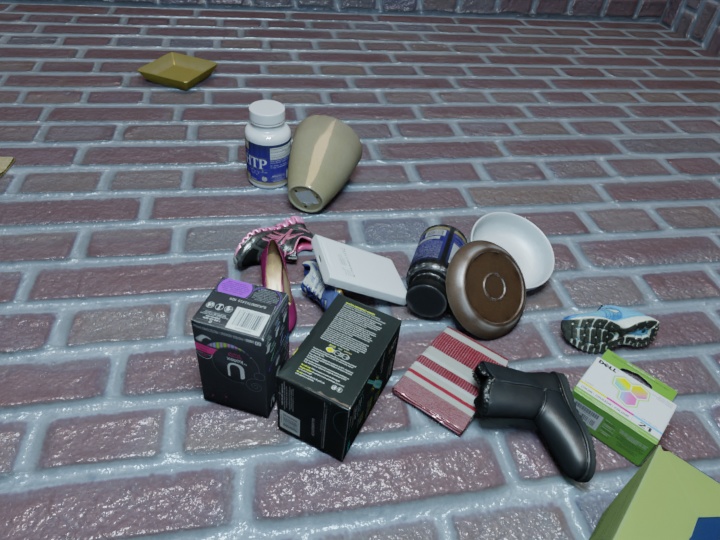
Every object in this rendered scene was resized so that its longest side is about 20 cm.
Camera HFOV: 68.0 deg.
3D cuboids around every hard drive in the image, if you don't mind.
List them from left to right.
[{"bbox_3d":[0.000,0.000,1.102,0.199,0.027,0.132,16,34,-33],"label":"hard drive"}]

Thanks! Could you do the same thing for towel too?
[{"bbox_3d":[0.169,0.194,0.977,0.143,0.023,0.200,29,46,24],"label":"towel"}]

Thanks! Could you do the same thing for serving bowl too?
[{"bbox_3d":[0.329,-0.033,1.199,0.198,0.066,0.202,6,59,-10],"label":"serving bowl"}]

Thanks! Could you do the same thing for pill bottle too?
[{"bbox_3d":[-0.238,-0.326,1.376,0.118,0.201,0.120,3,41,-3],"label":"pill bottle"},{"bbox_3d":[0.159,0.000,1.125,0.111,0.113,0.201,15,42,11],"label":"pill bottle"}]

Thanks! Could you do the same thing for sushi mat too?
[{"bbox_3d":[-1.002,-0.266,1.359,0.198,0.012,0.096,1,41,-6],"label":"sushi mat"}]

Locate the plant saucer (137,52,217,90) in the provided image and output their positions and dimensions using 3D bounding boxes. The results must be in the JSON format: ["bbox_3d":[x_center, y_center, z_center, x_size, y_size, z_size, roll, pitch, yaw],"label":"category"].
[{"bbox_3d":[-0.627,-0.685,1.848,0.198,0.049,0.200,17,42,12],"label":"plant saucer"}]

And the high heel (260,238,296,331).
[{"bbox_3d":[-0.168,0.030,1.063,0.067,0.097,0.201,-10,44,-17],"label":"high heel"}]

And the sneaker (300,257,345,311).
[{"bbox_3d":[-0.076,0.046,1.089,0.087,0.076,0.201,-12,37,-1],"label":"sneaker"}]

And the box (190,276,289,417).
[{"bbox_3d":[-0.189,0.128,0.871,0.121,0.201,0.106,14,42,9],"label":"box"}]

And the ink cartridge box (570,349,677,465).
[{"bbox_3d":[0.473,0.215,0.945,0.147,0.076,0.200,34,51,27],"label":"ink cartridge box"}]

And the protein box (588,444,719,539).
[{"bbox_3d":[0.362,0.374,0.662,0.134,0.201,0.198,33,48,27],"label":"protein box"}]

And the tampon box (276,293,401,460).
[{"bbox_3d":[-0.033,0.171,0.881,0.125,0.151,0.200,21,43,16],"label":"tampon box"}]

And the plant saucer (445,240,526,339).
[{"bbox_3d":[0.261,0.035,1.066,0.198,0.032,0.202,5,78,-24],"label":"plant saucer"}]

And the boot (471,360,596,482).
[{"bbox_3d":[0.274,0.243,0.874,0.166,0.077,0.201,7,44,-9],"label":"boot"}]

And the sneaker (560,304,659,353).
[{"bbox_3d":[0.495,0.113,1.086,0.198,0.079,0.090,2,24,-11],"label":"sneaker"}]

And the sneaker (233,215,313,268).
[{"bbox_3d":[-0.183,-0.049,1.178,0.199,0.079,0.095,-29,64,-32],"label":"sneaker"}]

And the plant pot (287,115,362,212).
[{"bbox_3d":[-0.109,-0.252,1.345,0.185,0.188,0.201,13,55,8],"label":"plant pot"}]
